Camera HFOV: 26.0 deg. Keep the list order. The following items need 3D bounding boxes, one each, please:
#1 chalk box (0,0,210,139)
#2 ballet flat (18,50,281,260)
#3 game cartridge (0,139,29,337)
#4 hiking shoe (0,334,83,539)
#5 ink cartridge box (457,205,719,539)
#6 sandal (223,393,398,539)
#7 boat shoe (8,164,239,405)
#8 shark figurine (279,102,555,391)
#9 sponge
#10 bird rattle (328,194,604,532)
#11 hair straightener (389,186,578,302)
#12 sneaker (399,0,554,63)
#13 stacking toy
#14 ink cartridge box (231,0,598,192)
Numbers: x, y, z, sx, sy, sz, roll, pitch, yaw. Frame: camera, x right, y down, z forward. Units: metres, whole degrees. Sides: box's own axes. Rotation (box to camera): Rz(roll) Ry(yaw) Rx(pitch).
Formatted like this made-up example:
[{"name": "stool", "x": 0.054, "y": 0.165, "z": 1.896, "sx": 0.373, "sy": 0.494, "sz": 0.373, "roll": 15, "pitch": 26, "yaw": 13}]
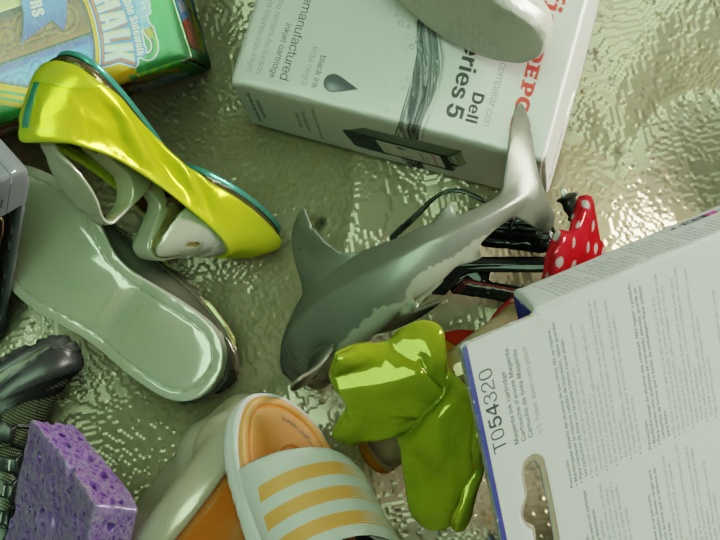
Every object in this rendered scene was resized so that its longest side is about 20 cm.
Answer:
[{"name": "chalk box", "x": -0.165, "y": -0.167, "z": 0.958, "sx": 0.198, "sy": 0.124, "sz": 0.125, "roll": -17, "pitch": 93, "yaw": 3}, {"name": "ballet flat", "x": -0.126, "y": -0.046, "z": 0.915, "sx": 0.066, "sy": 0.200, "sz": 0.068, "roll": 2, "pitch": 60, "yaw": 43}, {"name": "game cartridge", "x": -0.256, "y": -0.044, "z": 0.923, "sx": 0.041, "sy": 0.201, "sz": 0.133, "roll": -30, "pitch": 71, "yaw": -32}, {"name": "hiking shoe", "x": -0.219, "y": 0.133, "z": 0.942, "sx": 0.100, "sy": 0.076, "sz": 0.201, "roll": 39, "pitch": 93, "yaw": 4}, {"name": "ink cartridge box", "x": 0.142, "y": 0.089, "z": 0.810, "sx": 0.198, "sy": 0.043, "sz": 0.199, "roll": -20, "pitch": 109, "yaw": -23}, {"name": "sandal", "x": -0.008, "y": 0.156, "z": 0.812, "sx": 0.059, "sy": 0.079, "sz": 0.209, "roll": -32, "pitch": 69, "yaw": 40}, {"name": "boat shoe", "x": -0.157, "y": 0.009, "z": 0.963, "sx": 0.201, "sy": 0.060, "sz": 0.072, "roll": 39, "pitch": 94, "yaw": 14}, {"name": "shark figurine", "x": 0.009, "y": -0.009, "z": 0.876, "sx": 0.214, "sy": 0.128, "sz": 0.090, "roll": -38, "pitch": 82, "yaw": 20}, {"name": "sponge", "x": -0.175, "y": 0.197, "z": 0.866, "sx": 0.030, "sy": 0.111, "sz": 0.202, "roll": 7, "pitch": 106, "yaw": -33}, {"name": "bird rattle", "x": 0.064, "y": 0.049, "z": 0.879, "sx": 0.113, "sy": 0.163, "sz": 0.200, "roll": 45, "pitch": 63, "yaw": 3}, {"name": "hair straightener", "x": 0.114, "y": -0.013, "z": 0.950, "sx": 0.198, "sy": 0.041, "sz": 0.078, "roll": 9, "pitch": 95, "yaw": 14}, {"name": "sneaker", "x": 0.041, "y": -0.202, "z": 0.903, "sx": 0.199, "sy": 0.075, "sz": 0.089, "roll": 36, "pitch": 70, "yaw": 14}, {"name": "stacking toy", "x": -0.041, "y": 0.182, "z": 0.897, "sx": 0.200, "sy": 0.146, "sz": 0.147, "roll": 40, "pitch": 83, "yaw": -7}, {"name": "ink cartridge box", "x": 0.038, "y": -0.145, "z": 0.965, "sx": 0.198, "sy": 0.084, "sz": 0.147, "roll": 15, "pitch": 79, "yaw": 9}]
